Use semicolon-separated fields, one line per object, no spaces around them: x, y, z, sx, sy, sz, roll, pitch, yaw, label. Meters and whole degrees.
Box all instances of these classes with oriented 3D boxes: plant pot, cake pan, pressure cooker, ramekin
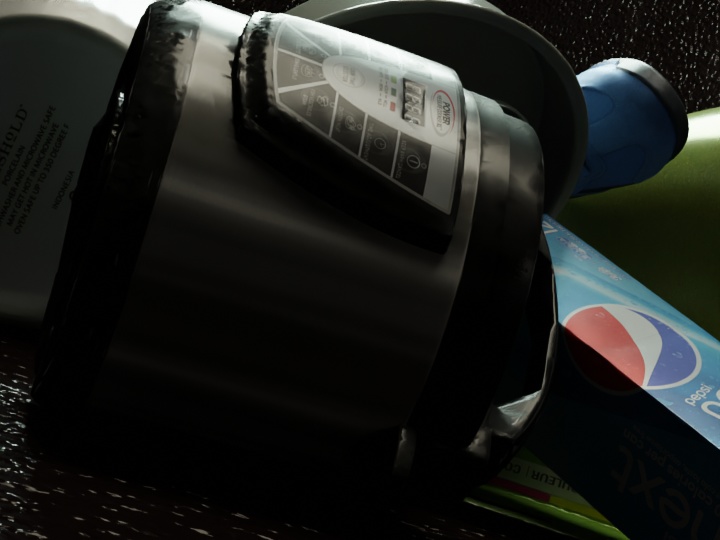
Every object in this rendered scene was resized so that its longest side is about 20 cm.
0.207;-0.016;0.952;0.200;0.188;0.187;9;-3;38;plant pot
0.010;-0.059;0.829;0.200;0.200;0.037;16;38;-29;cake pan
-0.015;-0.002;0.678;0.200;0.176;0.179;18;0;-12;pressure cooker
-0.163;-0.061;0.891;0.202;0.203;0.094;17;14;-8;ramekin

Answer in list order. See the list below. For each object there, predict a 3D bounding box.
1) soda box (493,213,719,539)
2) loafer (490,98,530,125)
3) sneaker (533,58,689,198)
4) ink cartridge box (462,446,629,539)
0.114;0.055;0.736;0.064;0.068;0.200;-13;39;-37;soda box
-0.007;-0.014;0.807;0.072;0.200;0.063;48;6;-17;loafer
0.094;-0.057;0.908;0.066;0.078;0.200;59;-26;-10;sneaker
0.079;0.073;0.823;0.148;0.076;0.200;18;1;10;ink cartridge box
